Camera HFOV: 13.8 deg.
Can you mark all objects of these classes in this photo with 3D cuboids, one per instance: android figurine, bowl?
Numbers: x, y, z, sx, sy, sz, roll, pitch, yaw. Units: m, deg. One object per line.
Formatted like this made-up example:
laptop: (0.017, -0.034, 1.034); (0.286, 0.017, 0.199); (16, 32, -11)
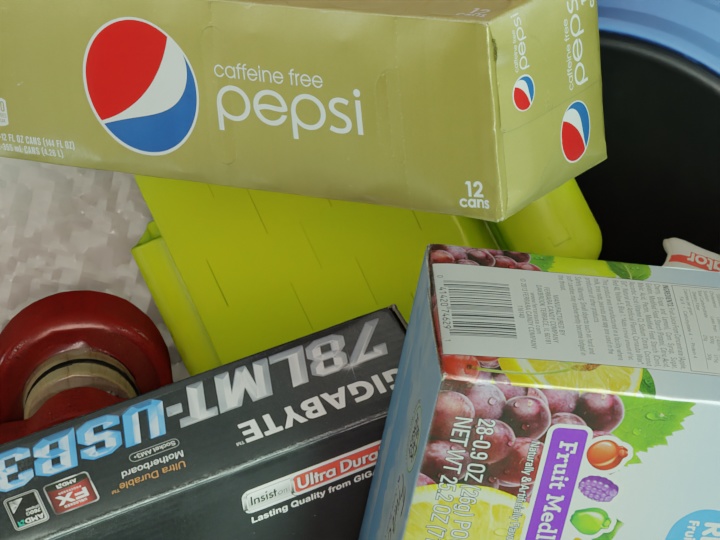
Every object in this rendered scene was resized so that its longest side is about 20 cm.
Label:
android figurine: (0.000, 0.000, 1.019); (0.182, 0.041, 0.200); (-24, 96, 39)
bowl: (0.092, -0.003, 1.009); (0.200, 0.039, 0.201); (15, 121, 26)

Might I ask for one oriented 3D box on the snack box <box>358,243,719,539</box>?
snack box: (0.104, 0.083, 0.901); (0.200, 0.068, 0.169); (4, 129, -9)

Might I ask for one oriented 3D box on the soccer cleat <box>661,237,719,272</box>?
soccer cleat: (0.082, 0.069, 0.975); (0.085, 0.069, 0.200); (30, 126, -10)

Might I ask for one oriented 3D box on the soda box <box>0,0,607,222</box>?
soda box: (-0.025, -0.065, 0.940); (0.200, 0.068, 0.064); (8, 114, 33)

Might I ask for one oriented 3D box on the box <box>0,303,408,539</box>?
box: (-0.065, 0.120, 0.971); (0.200, 0.199, 0.050); (-20, 51, -15)

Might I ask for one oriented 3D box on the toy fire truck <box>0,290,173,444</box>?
toy fire truck: (-0.125, 0.111, 1.046); (0.200, 0.112, 0.168); (-11, 119, -2)
